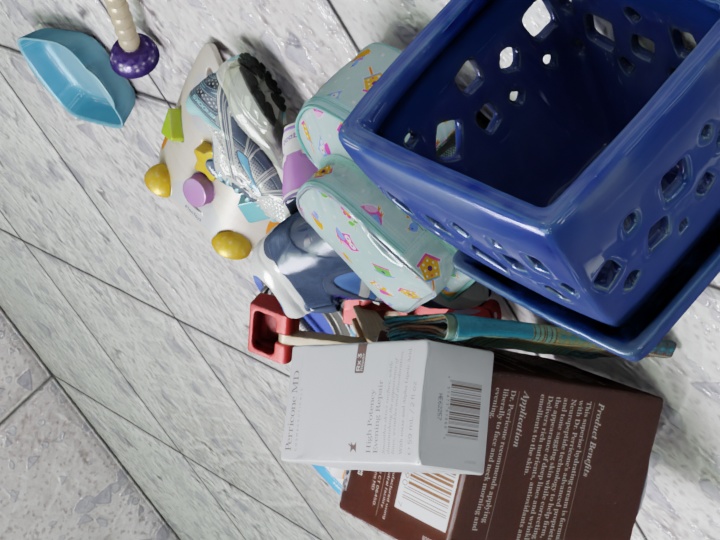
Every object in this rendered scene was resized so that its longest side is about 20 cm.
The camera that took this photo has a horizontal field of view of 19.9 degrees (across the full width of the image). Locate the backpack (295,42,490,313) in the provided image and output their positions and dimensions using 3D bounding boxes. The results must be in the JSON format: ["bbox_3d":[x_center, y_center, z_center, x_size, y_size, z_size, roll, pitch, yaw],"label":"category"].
[{"bbox_3d":[0.034,-0.072,1.606,0.200,0.153,0.176,53,168,1],"label":"backpack"}]

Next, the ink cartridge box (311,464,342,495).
[{"bbox_3d":[0.040,0.161,2.103,0.086,0.146,0.200,47,163,1],"label":"ink cartridge box"}]

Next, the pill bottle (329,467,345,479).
[{"bbox_3d":[0.076,0.156,1.936,0.199,0.115,0.114,11,160,-1],"label":"pill bottle"}]

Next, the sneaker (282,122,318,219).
[{"bbox_3d":[-0.008,-0.077,1.851,0.200,0.072,0.115,38,-140,-58],"label":"sneaker"}]

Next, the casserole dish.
[{"bbox_3d":[-0.310,-0.218,2.267,0.121,0.039,0.200,55,162,-26],"label":"casserole dish"}]

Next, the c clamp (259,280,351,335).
[{"bbox_3d":[-0.055,0.056,2.188,0.200,0.027,0.171,50,159,17],"label":"c clamp"}]

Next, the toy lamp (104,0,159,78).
[{"bbox_3d":[-0.237,-0.260,1.972,0.058,0.058,0.200,39,160,23],"label":"toy lamp"}]

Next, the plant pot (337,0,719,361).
[{"bbox_3d":[0.141,-0.071,1.286,0.200,0.200,0.180,28,161,43],"label":"plant pot"}]

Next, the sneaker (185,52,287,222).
[{"bbox_3d":[-0.090,-0.096,1.885,0.086,0.078,0.201,-24,97,26],"label":"sneaker"}]

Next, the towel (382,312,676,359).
[{"bbox_3d":[0.134,0.056,1.655,0.199,0.022,0.147,7,176,-20],"label":"towel"}]

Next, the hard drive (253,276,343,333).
[{"bbox_3d":[-0.043,0.058,2.241,0.132,0.025,0.200,62,159,-14],"label":"hard drive"}]

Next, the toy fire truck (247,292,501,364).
[{"bbox_3d":[0.014,0.049,1.839,0.199,0.141,0.049,13,114,19],"label":"toy fire truck"}]

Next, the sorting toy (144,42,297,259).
[{"bbox_3d":[-0.121,-0.125,1.979,0.200,0.107,0.180,41,143,16],"label":"sorting toy"}]

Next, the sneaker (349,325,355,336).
[{"bbox_3d":[0.038,0.038,1.974,0.200,0.075,0.087,5,120,56],"label":"sneaker"}]

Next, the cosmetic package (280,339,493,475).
[{"bbox_3d":[0.019,0.111,1.659,0.074,0.102,0.200,12,169,-35],"label":"cosmetic package"}]

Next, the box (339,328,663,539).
[{"bbox_3d":[0.118,0.157,1.743,0.199,0.167,0.164,11,-176,-34],"label":"box"}]

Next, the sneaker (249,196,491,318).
[{"bbox_3d":[0.000,0.000,1.778,0.199,0.081,0.146,21,146,-41],"label":"sneaker"}]
